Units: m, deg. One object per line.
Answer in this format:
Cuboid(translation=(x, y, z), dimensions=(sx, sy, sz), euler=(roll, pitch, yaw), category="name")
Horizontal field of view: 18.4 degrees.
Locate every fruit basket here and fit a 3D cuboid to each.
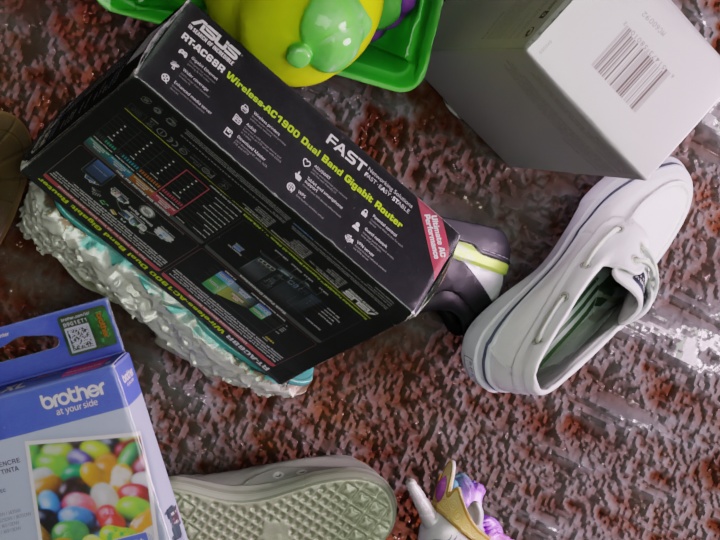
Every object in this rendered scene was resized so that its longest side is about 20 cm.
Cuboid(translation=(-0.041, -0.175, 1.224), dimensions=(0.215, 0.216, 0.156), euler=(14, 88, -18), category="fruit basket")

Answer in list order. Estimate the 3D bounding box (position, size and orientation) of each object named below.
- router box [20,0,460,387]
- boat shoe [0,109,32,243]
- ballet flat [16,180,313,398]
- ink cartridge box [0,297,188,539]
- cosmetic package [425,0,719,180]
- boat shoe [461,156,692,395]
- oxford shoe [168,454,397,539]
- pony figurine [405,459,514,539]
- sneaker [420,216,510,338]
Cuboid(translation=(-0.066, -0.036, 1.200), dimensions=(0.200, 0.150, 0.062), euler=(41, 56, -14), category="router box")
Cuboid(translation=(-0.249, 0.000, 1.243), dimensions=(0.072, 0.065, 0.200), euler=(24, 84, -54), category="boat shoe")
Cuboid(translation=(-0.114, 0.009, 1.288), dimensions=(0.200, 0.072, 0.072), euler=(39, 82, -15), category="ballet flat")
Cuboid(translation=(-0.170, 0.126, 1.265), dimensions=(0.119, 0.042, 0.200), euler=(-15, 97, 11), category="ink cartridge box")
Cuboid(translation=(0.114, -0.118, 1.279), dimensions=(0.108, 0.200, 0.085), euler=(45, 82, -18), category="cosmetic package")
Cuboid(translation=(0.149, 0.009, 1.350), dimensions=(0.200, 0.067, 0.074), euler=(-47, 130, -20), category="boat shoe")
Cuboid(translation=(-0.078, 0.148, 1.314), dimensions=(0.200, 0.058, 0.075), euler=(-8, 105, -2), category="oxford shoe")
Cuboid(translation=(0.069, 0.227, 1.303), dimensions=(0.193, 0.167, 0.200), euler=(25, 92, -25), category="pony figurine")
Cuboid(translation=(0.000, 0.000, 1.317), dimensions=(0.200, 0.072, 0.083), euler=(11, 91, -18), category="sneaker")
